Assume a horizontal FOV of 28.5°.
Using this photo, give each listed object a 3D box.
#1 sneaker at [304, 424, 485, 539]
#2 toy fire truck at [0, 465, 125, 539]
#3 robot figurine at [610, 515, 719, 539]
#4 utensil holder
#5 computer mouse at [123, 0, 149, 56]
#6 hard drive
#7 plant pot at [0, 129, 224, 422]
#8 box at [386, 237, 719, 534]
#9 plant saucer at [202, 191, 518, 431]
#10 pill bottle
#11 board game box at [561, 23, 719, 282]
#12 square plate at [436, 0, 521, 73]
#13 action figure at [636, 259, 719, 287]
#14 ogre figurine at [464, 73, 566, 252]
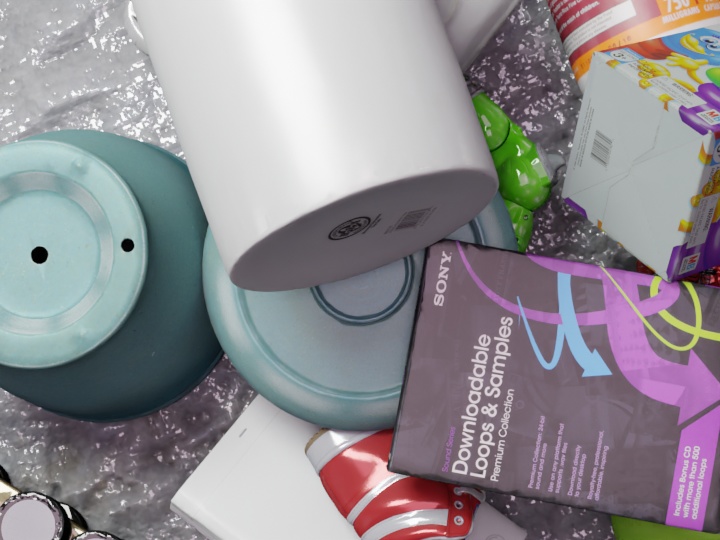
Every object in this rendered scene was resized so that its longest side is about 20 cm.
[{"bbox_3d":[0.076,0.120,0.917,0.199,0.071,0.113,-24,65,-13],"label":"sneaker"},{"bbox_3d":[-0.254,0.238,0.936,0.175,0.129,0.201,29,77,5],"label":"toy fire truck"},{"bbox_3d":[0.214,0.108,0.912,0.174,0.116,0.202,-7,84,11],"label":"robot figurine"},{"bbox_3d":[-0.030,-0.110,0.786,0.169,0.170,0.201,-19,75,1],"label":"utensil holder"},{"bbox_3d":[-0.094,-0.229,0.999,0.109,0.044,0.201,36,82,1],"label":"computer mouse"},{"bbox_3d":[-0.007,0.165,0.935,0.199,0.026,0.132,36,63,9],"label":"hard drive"},{"bbox_3d":[-0.185,-0.003,0.908,0.198,0.188,0.202,0,85,4],"label":"plant pot"},{"bbox_3d":[0.124,0.067,0.841,0.198,0.036,0.144,10,87,3],"label":"box"},{"bbox_3d":[0.000,0.000,0.876,0.198,0.027,0.202,0,90,1],"label":"plant saucer"},{"bbox_3d":[0.167,-0.224,0.947,0.112,0.113,0.201,-20,84,1],"label":"pill bottle"},{"bbox_3d":[0.239,-0.084,0.875,0.199,0.105,0.103,-17,42,-30],"label":"board game box"},{"bbox_3d":[-0.024,-0.168,0.905,0.198,0.028,0.200,41,110,9],"label":"square plate"},{"bbox_3d":[0.285,0.008,0.954,0.198,0.052,0.066,6,89,6],"label":"action figure"},{"bbox_3d":[0.055,-0.029,0.945,0.119,0.098,0.201,25,76,15],"label":"ogre figurine"}]
